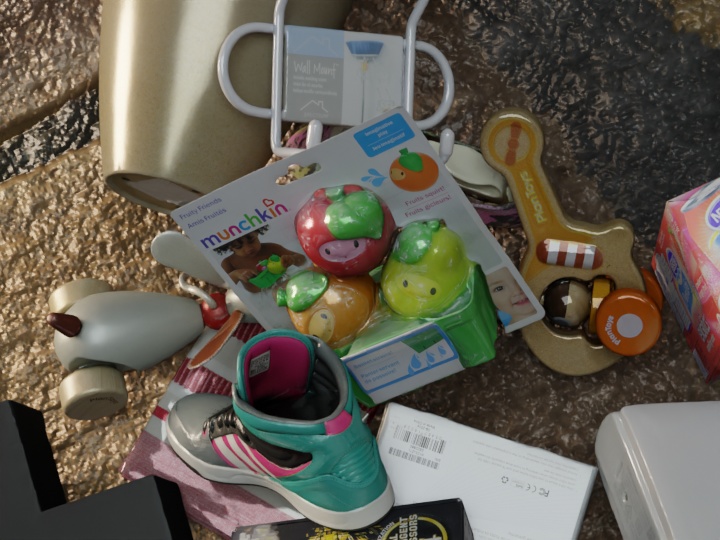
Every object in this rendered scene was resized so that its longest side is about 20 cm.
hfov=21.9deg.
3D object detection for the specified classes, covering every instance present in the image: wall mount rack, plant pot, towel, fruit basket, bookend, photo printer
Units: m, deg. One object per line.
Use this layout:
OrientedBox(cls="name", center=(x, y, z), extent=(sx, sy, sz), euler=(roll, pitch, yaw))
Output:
OrientedBox(cls="wall mount rack", center=(0.005, -0.160, 1.264), extent=(0.199, 0.074, 0.175), euler=(1, 92, -36))
OrientedBox(cls="plant pot", center=(-0.112, -0.145, 1.323), extent=(0.187, 0.187, 0.201), euler=(13, 75, 7))
OrientedBox(cls="towel", center=(-0.067, 0.098, 1.360), extent=(0.144, 0.023, 0.200), euler=(29, 79, 12))
OrientedBox(cls="fruit basket", center=(0.000, 0.000, 1.254), extent=(0.185, 0.200, 0.094), euler=(-22, 40, 22))
OrientedBox(cls="bookend", center=(-0.212, 0.172, 1.303), extent=(0.198, 0.092, 0.201), euler=(-20, 77, 3))
OrientedBox(cls="photo printer", center=(0.275, 0.163, 1.250), extent=(0.199, 0.070, 0.167), euler=(0, 48, -17))

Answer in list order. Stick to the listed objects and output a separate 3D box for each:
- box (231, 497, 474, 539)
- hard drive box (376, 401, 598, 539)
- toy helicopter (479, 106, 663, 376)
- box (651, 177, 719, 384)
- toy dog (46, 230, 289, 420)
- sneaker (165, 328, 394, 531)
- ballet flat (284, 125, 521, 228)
OrientedBox(cls="box", center=(-0.006, 0.242, 1.180), extent=(0.161, 0.049, 0.200), euler=(-10, 41, 11))
OrientedBox(cls="hard drive box", center=(0.063, 0.212, 1.296), extent=(0.155, 0.077, 0.201), euler=(18, 79, 8))
OrientedBox(cls="toy helicopter", center=(0.127, -0.018, 1.320), extent=(0.132, 0.079, 0.201), euler=(-20, 101, 15))
OrientedBox(cls="box", center=(0.264, 0.000, 1.265), extent=(0.094, 0.200, 0.103), euler=(-24, 76, 0))
OrientedBox(cls="toy dog", center=(-0.146, 0.027, 1.330), extent=(0.200, 0.096, 0.132), euler=(-37, 67, -2))
OrientedBox(cls="sneaker", center=(-0.068, 0.092, 1.254), extent=(0.200, 0.121, 0.084), euler=(17, 42, 39))
OrientedBox(cls="ballet flat", center=(0.039, -0.081, 1.365), extent=(0.199, 0.071, 0.069), euler=(15, 73, 7))
